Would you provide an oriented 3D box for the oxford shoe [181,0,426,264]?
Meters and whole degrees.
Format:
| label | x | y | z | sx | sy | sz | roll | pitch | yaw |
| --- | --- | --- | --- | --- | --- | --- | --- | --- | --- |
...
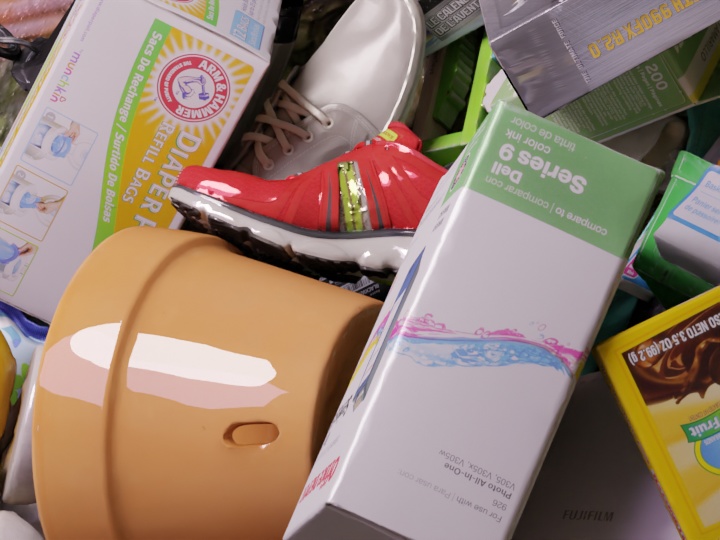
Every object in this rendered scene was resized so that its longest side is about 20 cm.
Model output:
| label | x | y | z | sx | sy | sz | roll | pitch | yaw |
| --- | --- | --- | --- | --- | --- | --- | --- | --- | --- |
| oxford shoe | -0.033 | -0.071 | 1.557 | 0.075 | 0.058 | 0.200 | 38 | 96 | 42 |

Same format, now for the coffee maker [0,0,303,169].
| label | x | y | z | sx | sy | sz | roll | pitch | yaw |
| --- | --- | --- | --- | --- | --- | --- | --- | --- | --- |
| coffee maker | -0.106 | -0.173 | 1.631 | 0.200 | 0.192 | 0.135 | -58 | 27 | 23 |

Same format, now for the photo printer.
| label | x | y | z | sx | sy | sz | roll | pitch | yaw |
| --- | --- | --- | --- | --- | --- | --- | --- | --- | --- |
| photo printer | 0.122 | 0.136 | 1.313 | 0.166 | 0.069 | 0.200 | -2 | 60 | 43 |

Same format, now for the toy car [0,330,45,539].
| label | x | y | z | sx | sy | sz | roll | pitch | yaw |
| --- | --- | --- | --- | --- | --- | --- | --- | --- | --- |
| toy car | -0.238 | 0.115 | 1.468 | 0.150 | 0.175 | 0.201 | 130 | 153 | -70 |

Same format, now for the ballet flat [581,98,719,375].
| label | x | y | z | sx | sy | sz | roll | pitch | yaw |
| --- | --- | --- | --- | --- | --- | --- | --- | --- | --- |
| ballet flat | 0.115 | -0.014 | 1.434 | 0.200 | 0.070 | 0.067 | -55 | 40 | -4 |

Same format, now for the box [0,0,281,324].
| label | x | y | z | sx | sy | sz | roll | pitch | yaw |
| --- | --- | --- | --- | --- | --- | --- | --- | --- | --- |
| box | -0.132 | -0.077 | 1.558 | 0.200 | 0.101 | 0.113 | -60 | 11 | 24 |

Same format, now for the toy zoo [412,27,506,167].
| label | x | y | z | sx | sy | sz | roll | pitch | yaw |
| --- | --- | --- | --- | --- | --- | --- | --- | --- | --- |
| toy zoo | 0.120 | -0.129 | 1.558 | 0.200 | 0.020 | 0.132 | -12 | 53 | 38 |

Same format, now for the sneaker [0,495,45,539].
| label | x | y | z | sx | sy | sz | roll | pitch | yaw |
| --- | --- | --- | --- | --- | --- | --- | --- | --- | --- |
| sneaker | -0.160 | 0.162 | 1.561 | 0.115 | 0.074 | 0.200 | -3 | 57 | 46 |

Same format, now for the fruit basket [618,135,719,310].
| label | x | y | z | sx | sy | sz | roll | pitch | yaw |
| --- | --- | --- | --- | --- | --- | --- | --- | --- | --- |
| fruit basket | 0.226 | -0.045 | 1.333 | 0.200 | 0.094 | 0.185 | -54 | 39 | -4 |

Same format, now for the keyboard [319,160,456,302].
| label | x | y | z | sx | sy | sz | roll | pitch | yaw |
| --- | --- | --- | --- | --- | --- | --- | --- | --- | --- |
| keyboard | 0.000 | 0.000 | 1.576 | 0.200 | 0.040 | 0.104 | -26 | 69 | 26 |

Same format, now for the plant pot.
| label | x | y | z | sx | sy | sz | roll | pitch | yaw |
| --- | --- | --- | --- | --- | --- | --- | --- | --- | --- |
| plant pot | -0.056 | 0.079 | 1.447 | 0.140 | 0.200 | 0.201 | 2 | 61 | 26 |

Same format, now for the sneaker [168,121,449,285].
| label | x | y | z | sx | sy | sz | roll | pitch | yaw |
| --- | --- | --- | --- | --- | --- | --- | --- | --- | --- |
| sneaker | 0.001 | -0.038 | 1.495 | 0.199 | 0.077 | 0.085 | 9 | 80 | 3 |

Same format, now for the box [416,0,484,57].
| label | x | y | z | sx | sy | sz | roll | pitch | yaw |
| --- | --- | --- | --- | --- | --- | --- | --- | --- | --- |
| box | 0.075 | -0.221 | 1.635 | 0.137 | 0.040 | 0.200 | -29 | 36 | 24 |

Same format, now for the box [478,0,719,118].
| label | x | y | z | sx | sy | sz | roll | pitch | yaw |
| --- | --- | --- | --- | --- | --- | --- | --- | --- | --- |
| box | 0.134 | -0.159 | 1.401 | 0.158 | 0.048 | 0.200 | -30 | 20 | 9 |

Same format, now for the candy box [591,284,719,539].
| label | x | y | z | sx | sy | sz | roll | pitch | yaw |
| --- | --- | --- | --- | --- | --- | --- | --- | --- | --- |
| candy box | 0.211 | 0.036 | 1.241 | 0.200 | 0.102 | 0.026 | -26 | -1 | -2 |

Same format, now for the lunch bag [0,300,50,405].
| label | x | y | z | sx | sy | sz | roll | pitch | yaw |
| --- | --- | --- | --- | --- | --- | --- | --- | --- | --- |
| lunch bag | -0.252 | 0.082 | 1.650 | 0.170 | 0.127 | 0.200 | -55 | -4 | -5 |

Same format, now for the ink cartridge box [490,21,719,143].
| label | x | y | z | sx | sy | sz | roll | pitch | yaw |
| --- | --- | --- | --- | --- | --- | --- | --- | --- | --- |
| ink cartridge box | 0.175 | -0.131 | 1.413 | 0.200 | 0.048 | 0.146 | -21 | 23 | 34 |

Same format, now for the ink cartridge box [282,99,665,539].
| label | x | y | z | sx | sy | sz | roll | pitch | yaw |
| --- | --- | --- | --- | --- | --- | --- | --- | --- | --- |
| ink cartridge box | 0.048 | 0.043 | 1.285 | 0.145 | 0.087 | 0.200 | 126 | 167 | -76 |
